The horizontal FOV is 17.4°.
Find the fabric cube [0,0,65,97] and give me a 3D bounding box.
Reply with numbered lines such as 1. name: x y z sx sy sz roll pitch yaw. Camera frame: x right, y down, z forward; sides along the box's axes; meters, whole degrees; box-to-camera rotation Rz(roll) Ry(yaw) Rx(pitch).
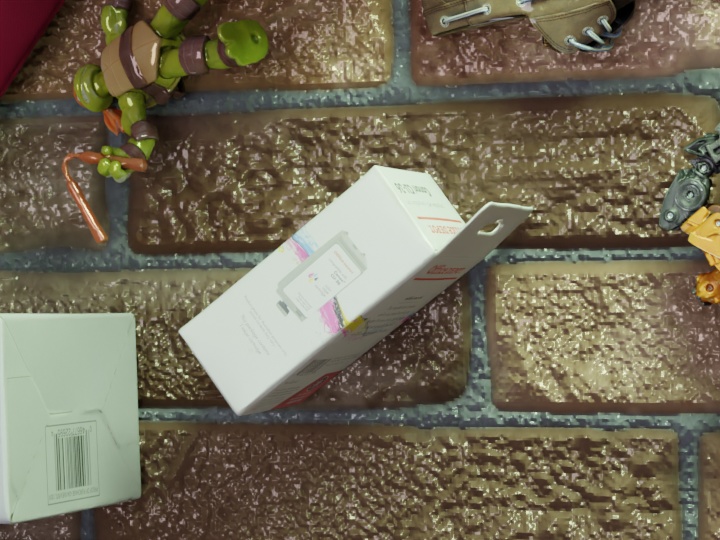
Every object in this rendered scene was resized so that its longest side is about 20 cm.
1. fabric cube: -0.313 -0.208 1.461 0.200 0.199 0.197 40 101 24

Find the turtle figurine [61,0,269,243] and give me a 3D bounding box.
1. turtle figurine: -0.130 -0.127 1.483 0.161 0.064 0.201 -24 64 37

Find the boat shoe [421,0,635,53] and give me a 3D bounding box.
1. boat shoe: 0.129 -0.166 1.407 0.199 0.072 0.073 4 97 28

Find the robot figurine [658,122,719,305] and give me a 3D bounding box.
1. robot figurine: 0.273 -0.048 1.363 0.200 0.058 0.145 -41 79 14

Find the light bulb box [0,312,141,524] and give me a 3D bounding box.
1. light bulb box: -0.266 0.089 1.467 0.199 0.198 0.126 -2 88 19

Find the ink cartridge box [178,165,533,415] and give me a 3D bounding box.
1. ink cartridge box: 0.000 0.000 1.422 0.200 0.116 0.068 -39 79 14
